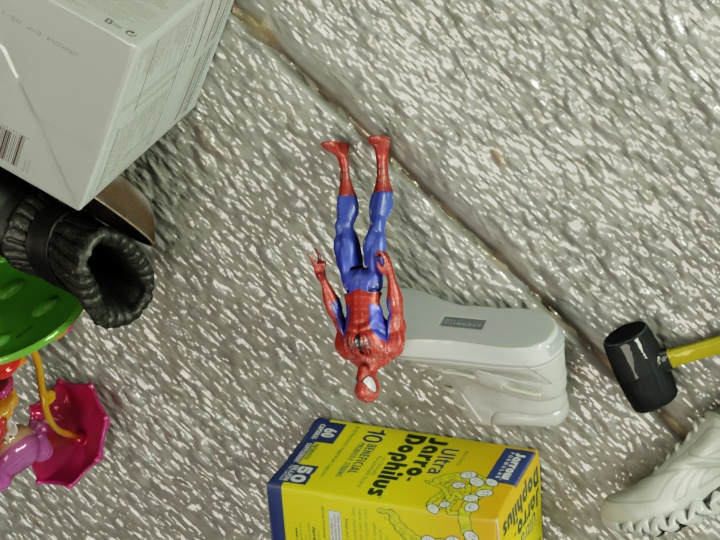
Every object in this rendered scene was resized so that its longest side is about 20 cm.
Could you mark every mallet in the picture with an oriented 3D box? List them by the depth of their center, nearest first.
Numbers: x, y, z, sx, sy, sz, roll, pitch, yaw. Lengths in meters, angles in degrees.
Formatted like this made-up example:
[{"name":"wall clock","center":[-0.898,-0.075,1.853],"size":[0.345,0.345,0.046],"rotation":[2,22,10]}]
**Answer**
[{"name":"mallet","center":[0.283,0.061,1.683],"size":[0.199,0.041,0.066],"rotation":[-10,112,24]}]

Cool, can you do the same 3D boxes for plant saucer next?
[{"name":"plant saucer","center":[-0.240,-0.085,1.776],"size":[0.199,0.200,0.032],"rotation":[30,83,7]}]

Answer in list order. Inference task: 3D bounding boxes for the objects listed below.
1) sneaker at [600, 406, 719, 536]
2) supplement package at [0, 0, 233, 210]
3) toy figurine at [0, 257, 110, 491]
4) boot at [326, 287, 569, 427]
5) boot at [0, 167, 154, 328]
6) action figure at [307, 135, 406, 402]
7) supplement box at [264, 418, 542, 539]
[{"name":"sneaker","center":[0.268,0.147,1.721],"size":[0.199,0.075,0.082],"rotation":[-23,92,30]},{"name":"supplement package","center":[-0.205,-0.177,1.673],"size":[0.151,0.200,0.151],"rotation":[29,124,7]},{"name":"toy figurine","center":[-0.288,0.115,1.896],"size":[0.150,0.200,0.185],"rotation":[21,139,43]},{"name":"boot","center":[0.069,0.076,1.767],"size":[0.199,0.074,0.096],"rotation":[9,128,28]},{"name":"boot","center":[-0.268,-0.036,1.770],"size":[0.158,0.211,0.080],"rotation":[36,98,40]},{"name":"action figure","center":[0.000,0.000,1.717],"size":[0.065,0.052,0.202],"rotation":[-5,87,22]},{"name":"supplement box","center":[0.038,0.204,1.825],"size":[0.199,0.109,0.110],"rotation":[7,119,21]}]
